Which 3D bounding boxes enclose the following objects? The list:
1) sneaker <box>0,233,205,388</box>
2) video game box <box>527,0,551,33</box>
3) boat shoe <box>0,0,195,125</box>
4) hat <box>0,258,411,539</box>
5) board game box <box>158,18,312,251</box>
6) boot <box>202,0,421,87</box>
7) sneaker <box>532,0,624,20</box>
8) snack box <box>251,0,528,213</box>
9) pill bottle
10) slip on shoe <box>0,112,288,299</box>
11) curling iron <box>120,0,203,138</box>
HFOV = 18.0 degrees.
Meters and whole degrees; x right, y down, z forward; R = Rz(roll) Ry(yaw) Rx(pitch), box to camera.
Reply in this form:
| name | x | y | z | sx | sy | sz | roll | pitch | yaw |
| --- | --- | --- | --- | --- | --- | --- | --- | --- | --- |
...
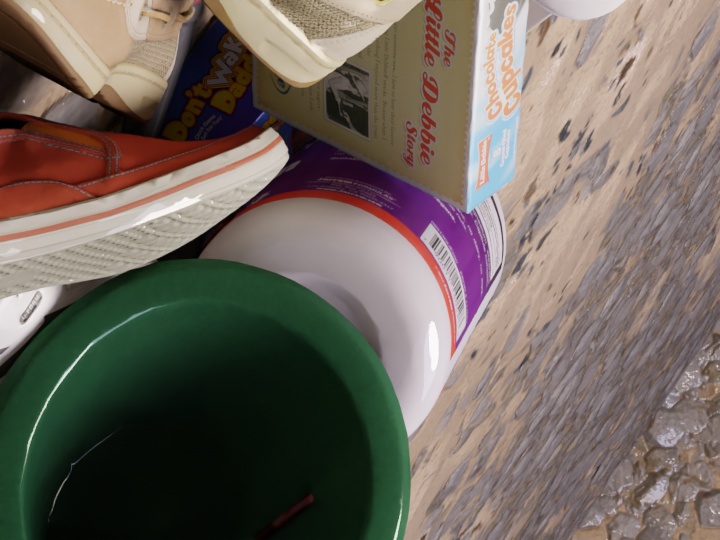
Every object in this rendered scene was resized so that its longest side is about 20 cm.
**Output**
| name | x | y | z | sx | sy | sz | roll | pitch | yaw |
| --- | --- | --- | --- | --- | --- | --- | --- | --- | --- |
| sneaker | -0.126 | -0.003 | 0.865 | 0.200 | 0.074 | 0.089 | -41 | 156 | -39 |
| video game box | 0.159 | -0.223 | 1.226 | 0.182 | 0.047 | 0.200 | -52 | -172 | -26 |
| boat shoe | -0.101 | -0.100 | 0.779 | 0.065 | 0.071 | 0.200 | -61 | 175 | 0 |
| hat | -0.090 | 0.103 | 0.920 | 0.200 | 0.165 | 0.176 | -52 | -173 | -17 |
| board game box | -0.042 | -0.072 | 1.043 | 0.201 | 0.045 | 0.135 | -55 | 164 | -9 |
| boot | -0.007 | -0.154 | 0.736 | 0.155 | 0.073 | 0.200 | -27 | 139 | 18 |
| sneaker | 0.077 | -0.161 | 0.885 | 0.075 | 0.089 | 0.201 | -17 | 136 | 2 |
| snack box | 0.011 | -0.130 | 0.881 | 0.037 | 0.116 | 0.201 | -37 | 143 | -38 |
| pill bottle | 0.000 | 0.000 | 0.980 | 0.113 | 0.112 | 0.200 | -63 | 176 | 22 |
| slip on shoe | -0.108 | -0.029 | 0.798 | 0.199 | 0.062 | 0.074 | -15 | 166 | -37 |
| curling iron | -0.073 | -0.109 | 0.902 | 0.050 | 0.025 | 0.201 | -93 | -158 | -46 |
